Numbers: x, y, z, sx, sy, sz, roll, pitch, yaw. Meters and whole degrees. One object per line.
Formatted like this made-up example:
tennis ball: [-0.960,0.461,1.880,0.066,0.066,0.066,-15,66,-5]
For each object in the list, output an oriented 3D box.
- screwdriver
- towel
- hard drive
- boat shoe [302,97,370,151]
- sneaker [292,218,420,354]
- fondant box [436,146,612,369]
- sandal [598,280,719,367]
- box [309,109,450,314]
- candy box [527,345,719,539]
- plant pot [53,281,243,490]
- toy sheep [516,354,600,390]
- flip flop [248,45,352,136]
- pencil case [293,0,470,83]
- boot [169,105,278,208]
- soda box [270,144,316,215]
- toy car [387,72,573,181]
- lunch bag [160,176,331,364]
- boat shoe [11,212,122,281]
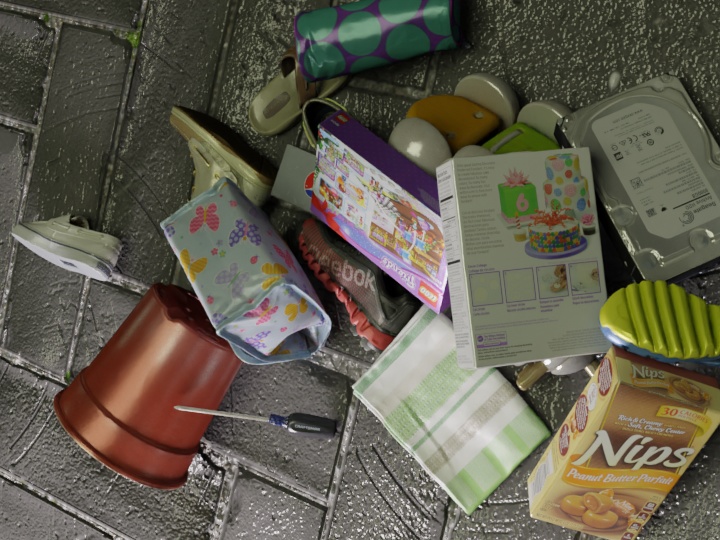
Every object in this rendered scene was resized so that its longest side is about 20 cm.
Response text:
screwdriver: [-0.125,0.175,1.564,0.028,0.198,0.029,-87,12,-53]
towel: [0.097,0.155,1.450,0.200,0.031,0.149,47,115,13]
hard drive: [0.298,-0.089,1.298,0.138,0.038,0.202,-22,71,-6]
boat shoe: [-0.001,-0.120,1.471,0.072,0.060,0.202,-45,59,13]
sneaker: [0.000,0.000,1.530,0.098,0.071,0.201,-50,64,22]
fondant box: [0.159,-0.012,1.264,0.058,0.142,0.203,166,98,-77]
sandal: [0.321,0.065,1.248,0.087,0.197,0.080,114,166,-63]
box: [0.032,-0.062,1.383,0.199,0.039,0.138,39,146,22]
candy box: [0.256,0.175,1.274,0.056,0.114,0.201,-87,17,-52]
plant pot: [-0.250,0.135,1.638,0.200,0.200,0.196,41,101,30]
toy sheep: [0.189,0.047,1.359,0.200,0.138,0.138,48,115,1]
flip flop: [-0.076,-0.242,1.607,0.199,0.057,0.082,-38,67,28]
pencil case: [0.022,-0.276,1.496,0.198,0.093,0.086,-10,107,15]
boot: [-0.204,-0.109,1.684,0.200,0.072,0.156,40,112,30]
soda box: [-0.010,-0.085,1.546,0.199,0.063,0.069,25,98,34]
toy car: [0.134,-0.107,1.406,0.199,0.174,0.151,29,139,33]
lunch bag: [-0.128,0.015,1.542,0.127,0.200,0.170,-36,64,7]
boat shoe: [-0.412,-0.045,1.838,0.199,0.071,0.070,16,69,39]
